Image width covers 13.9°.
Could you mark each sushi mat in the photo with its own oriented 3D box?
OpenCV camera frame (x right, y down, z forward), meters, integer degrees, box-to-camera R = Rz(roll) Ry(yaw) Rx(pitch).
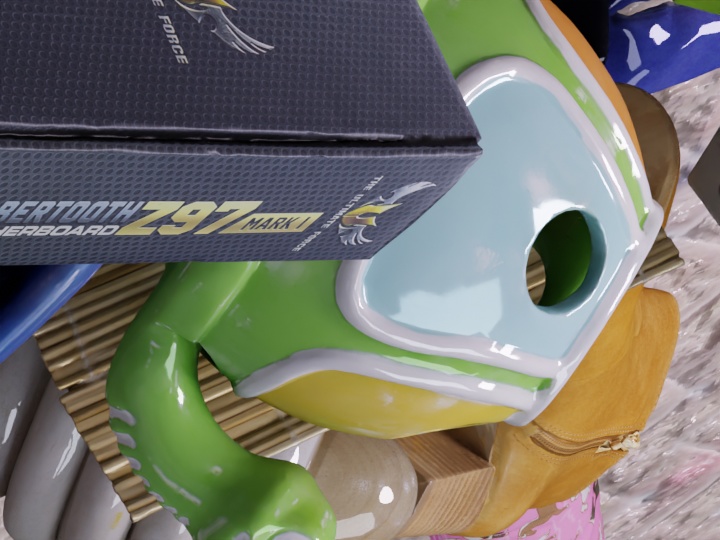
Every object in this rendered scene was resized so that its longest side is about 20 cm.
[{"bbox_3d":[-0.006,-0.002,0.940,0.199,0.096,0.012,-24,168,-10],"label":"sushi mat"}]

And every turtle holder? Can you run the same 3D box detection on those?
[{"bbox_3d":[0.005,-0.007,0.858,0.186,0.131,0.141,-60,-174,-32],"label":"turtle holder"}]

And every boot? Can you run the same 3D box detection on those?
[{"bbox_3d":[0.078,0.012,1.053,0.144,0.071,0.202,-11,139,-54],"label":"boot"}]

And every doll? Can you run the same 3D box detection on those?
[{"bbox_3d":[0.065,-0.079,1.004,0.199,0.049,0.137,-13,134,-24],"label":"doll"}]

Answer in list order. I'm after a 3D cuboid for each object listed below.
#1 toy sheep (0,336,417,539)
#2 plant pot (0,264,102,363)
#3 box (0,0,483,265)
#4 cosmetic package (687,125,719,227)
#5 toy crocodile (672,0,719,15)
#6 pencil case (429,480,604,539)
[{"bbox_3d":[-0.074,0.042,0.998,0.138,0.199,0.138,-63,176,-9],"label":"toy sheep"},{"bbox_3d":[-0.189,-0.027,0.693,0.200,0.201,0.179,-41,160,28],"label":"plant pot"},{"bbox_3d":[-0.076,-0.096,0.649,0.157,0.201,0.051,0,148,-45],"label":"box"},{"bbox_3d":[0.192,-0.077,0.906,0.071,0.102,0.201,22,109,-24],"label":"cosmetic package"},{"bbox_3d":[0.143,-0.132,0.852,0.067,0.062,0.200,10,152,-13],"label":"toy crocodile"},{"bbox_3d":[0.063,0.100,1.334,0.082,0.087,0.200,3,158,10],"label":"pencil case"}]
